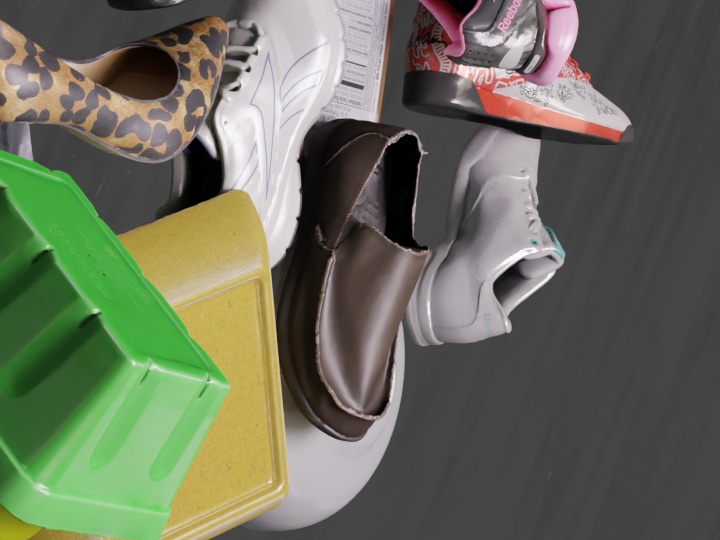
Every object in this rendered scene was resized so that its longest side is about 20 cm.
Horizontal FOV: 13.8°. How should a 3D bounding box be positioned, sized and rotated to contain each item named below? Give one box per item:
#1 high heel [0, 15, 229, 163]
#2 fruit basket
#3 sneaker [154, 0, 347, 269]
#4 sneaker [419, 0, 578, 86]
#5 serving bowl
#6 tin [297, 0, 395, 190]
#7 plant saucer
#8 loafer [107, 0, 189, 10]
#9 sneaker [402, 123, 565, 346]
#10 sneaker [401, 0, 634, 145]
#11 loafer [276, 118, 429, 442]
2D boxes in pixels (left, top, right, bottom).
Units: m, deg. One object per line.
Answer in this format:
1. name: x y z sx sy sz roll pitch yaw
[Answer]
1. high heel: -0.140 -0.121 1.589 0.200 0.071 0.143 -45 139 -35
2. fruit basket: -0.187 0.067 1.478 0.155 0.215 0.217 19 79 -59
3. sneaker: -0.066 -0.098 1.728 0.087 0.074 0.201 21 77 -54
4. sneaker: 0.064 -0.202 1.873 0.095 0.201 0.079 -3 142 -25
5. serving bowl: -0.026 0.065 1.829 0.200 0.066 0.201 -19 112 -58
6. tin: -0.022 -0.147 1.825 0.112 0.042 0.201 10 87 -55
7. plant saucer: -0.111 0.078 1.657 0.200 0.048 0.201 -23 116 -40
8. loafer: -0.076 -0.210 1.689 0.200 0.073 0.073 -37 122 -52
9. sneaker: 0.101 -0.025 2.003 0.075 0.088 0.200 63 39 -42
10. sneaker: 0.114 -0.147 1.988 0.201 0.067 0.108 10 85 -40
11. loafer: 0.000 0.000 1.754 0.073 0.071 0.201 16 69 -41
